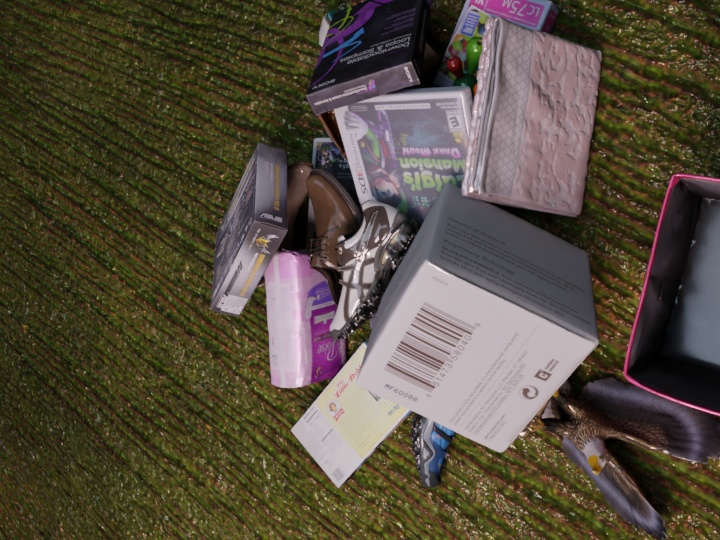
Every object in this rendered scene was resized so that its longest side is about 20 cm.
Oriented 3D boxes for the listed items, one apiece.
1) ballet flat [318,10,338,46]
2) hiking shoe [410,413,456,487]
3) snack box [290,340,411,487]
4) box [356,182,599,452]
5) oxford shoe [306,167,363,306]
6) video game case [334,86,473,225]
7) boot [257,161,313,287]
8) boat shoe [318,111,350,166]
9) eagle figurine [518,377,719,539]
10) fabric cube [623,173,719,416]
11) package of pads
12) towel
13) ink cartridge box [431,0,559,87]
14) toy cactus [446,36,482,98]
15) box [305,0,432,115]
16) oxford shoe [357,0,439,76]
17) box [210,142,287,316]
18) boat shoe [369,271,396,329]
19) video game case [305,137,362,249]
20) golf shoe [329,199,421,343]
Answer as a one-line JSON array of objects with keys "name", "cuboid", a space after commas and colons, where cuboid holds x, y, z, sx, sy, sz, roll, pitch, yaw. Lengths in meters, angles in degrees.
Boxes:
[{"name": "ballet flat", "cuboid": [-0.006, -0.300, 1.004, 0.069, 0.069, 0.202, -43, 63, 26]}, {"name": "hiking shoe", "cuboid": [0.113, 0.204, 0.905, 0.085, 0.075, 0.203, -1, 109, -3]}, {"name": "snack box", "cuboid": [-0.007, 0.213, 1.002, 0.116, 0.037, 0.201, 46, 114, 17]}, {"name": "box", "cuboid": [0.130, 0.054, 0.769, 0.198, 0.172, 0.200, 25, 127, -3]}, {"name": "oxford shoe", "cuboid": [-0.038, -0.042, 0.934, 0.072, 0.084, 0.203, -5, 109, 54]}, {"name": "video game case", "cuboid": [0.064, -0.136, 0.850, 0.198, 0.023, 0.184, 9, 128, 39]}, {"name": "boot", "cuboid": [-0.126, -0.062, 1.052, 0.200, 0.069, 0.149, -34, 53, 54]}, {"name": "boat shoe", "cuboid": [0.004, -0.172, 0.958, 0.072, 0.067, 0.201, -49, 66, 23]}, {"name": "eagle figurine", "cuboid": [0.285, 0.195, 0.779, 0.198, 0.152, 0.152, 25, 149, 2]}, {"name": "fabric cube", "cuboid": [0.389, 0.031, 0.646, 0.194, 0.198, 0.203, 16, 98, 32]}, {"name": "package of pads", "cuboid": [-0.081, 0.064, 0.997, 0.075, 0.120, 0.204, 2, 98, 36]}, {"name": "towel", "cuboid": [0.206, -0.172, 0.782, 0.032, 0.189, 0.204, 14, 98, 55]}, {"name": "ink cartridge box", "cuboid": [0.166, -0.268, 0.895, 0.119, 0.042, 0.203, 30, 108, 29]}, {"name": "toy cactus", "cuboid": [0.139, -0.178, 0.847, 0.164, 0.102, 0.202, -8, 111, 44]}, {"name": "box", "cuboid": [0.015, -0.286, 0.855, 0.141, 0.036, 0.202, -12, 46, 23]}, {"name": "oxford shoe", "cuboid": [0.049, -0.353, 0.971, 0.073, 0.071, 0.202, -25, 71, 2]}, {"name": "box", "cuboid": [-0.162, -0.056, 0.975, 0.201, 0.048, 0.160, -54, 30, 40]}, {"name": "boat shoe", "cuboid": [0.077, 0.027, 0.932, 0.074, 0.067, 0.200, -86, 23, -44]}, {"name": "video game case", "cuboid": [0.004, -0.107, 1.013, 0.198, 0.023, 0.185, 7, 94, 35]}, {"name": "golf shoe", "cuboid": [0.000, 0.000, 0.895, 0.094, 0.078, 0.202, 36, 108, 15]}]
